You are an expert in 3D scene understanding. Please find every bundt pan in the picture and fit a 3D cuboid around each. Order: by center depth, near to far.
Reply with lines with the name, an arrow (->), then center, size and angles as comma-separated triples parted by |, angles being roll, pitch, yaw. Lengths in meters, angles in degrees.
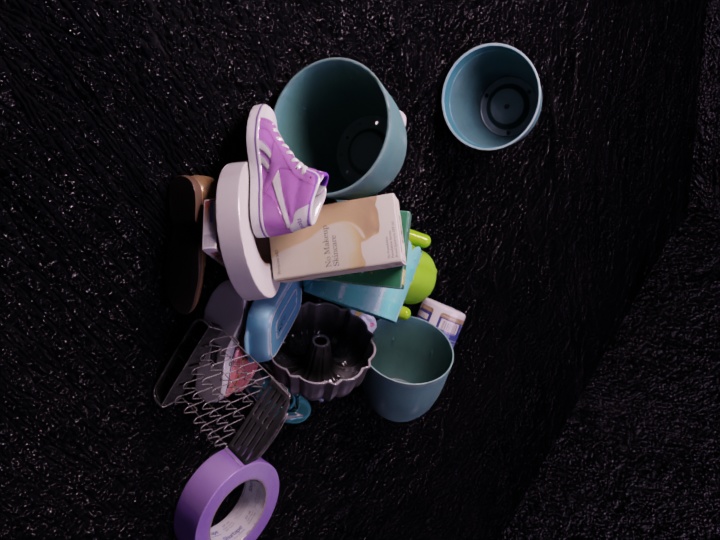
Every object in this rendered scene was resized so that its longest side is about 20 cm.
bundt pan -> -0.074, 0.150, 1.217 | 0.200, 0.200, 0.077 | -30, 143, -41

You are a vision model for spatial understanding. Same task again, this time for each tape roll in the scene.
tape roll -> -0.159, -0.058, 1.012 | 0.203, 0.036, 0.208 | -8, 90, -80
tape roll -> -0.240, 0.427, 1.255 | 0.199, 0.065, 0.204 | -30, 131, -41

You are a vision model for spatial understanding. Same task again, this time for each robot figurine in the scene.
robot figurine -> 0.079, 0.004, 1.400 | 0.199, 0.114, 0.179 | 17, 91, -55

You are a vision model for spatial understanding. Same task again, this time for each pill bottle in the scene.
pill bottle -> 0.161, 0.176, 1.616 | 0.110, 0.110, 0.203 | 19, 94, -55

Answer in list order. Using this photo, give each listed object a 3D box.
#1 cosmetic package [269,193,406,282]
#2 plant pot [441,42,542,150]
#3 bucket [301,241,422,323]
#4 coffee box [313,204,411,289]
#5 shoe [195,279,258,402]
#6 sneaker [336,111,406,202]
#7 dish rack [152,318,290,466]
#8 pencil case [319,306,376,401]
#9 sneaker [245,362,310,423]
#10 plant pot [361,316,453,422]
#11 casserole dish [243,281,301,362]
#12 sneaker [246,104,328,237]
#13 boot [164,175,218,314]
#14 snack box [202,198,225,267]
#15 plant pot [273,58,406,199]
cosmetic package -> -0.035, -0.046, 1.037 | 0.071, 0.196, 0.108 | 23, 58, -80
plant pot -> 0.287, -0.350, 1.432 | 0.187, 0.197, 0.204 | -18, 125, -66
bucket -> 0.000, 0.000, 1.212 | 0.206, 0.204, 0.137 | 27, 81, -55
coffee box -> -0.021, -0.039, 1.094 | 0.044, 0.195, 0.126 | 26, 68, -78
shoe -> -0.207, 0.110, 1.121 | 0.091, 0.070, 0.204 | -4, 109, -67
sneaker -> 0.011, -0.204, 1.243 | 0.201, 0.075, 0.089 | -49, 155, -15
dish rack -> -0.204, 0.187, 1.037 | 0.155, 0.199, 0.054 | -56, 159, 13
pencil case -> -0.053, 0.153, 1.337 | 0.201, 0.082, 0.091 | -50, 133, -22
sneaker -> -0.143, 0.241, 1.268 | 0.078, 0.079, 0.200 | -57, 145, -13
plant pot -> 0.088, 0.224, 1.483 | 0.199, 0.199, 0.163 | -32, 143, -39
casserole dish -> -0.138, 0.067, 1.140 | 0.201, 0.038, 0.123 | -64, 161, -52
sneaker -> -0.100, -0.149, 0.986 | 0.073, 0.112, 0.205 | 47, 35, -71
boot -> -0.235, -0.036, 0.998 | 0.075, 0.072, 0.204 | -19, 122, -59
snack box -> -0.185, -0.035, 1.023 | 0.200, 0.024, 0.074 | 56, 30, -71
plant pot -> -0.017, -0.202, 1.078 | 0.160, 0.198, 0.204 | 12, 100, -65
